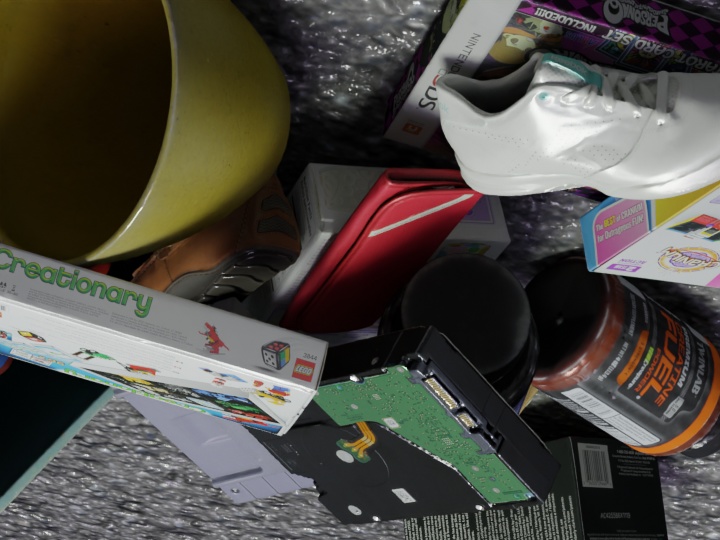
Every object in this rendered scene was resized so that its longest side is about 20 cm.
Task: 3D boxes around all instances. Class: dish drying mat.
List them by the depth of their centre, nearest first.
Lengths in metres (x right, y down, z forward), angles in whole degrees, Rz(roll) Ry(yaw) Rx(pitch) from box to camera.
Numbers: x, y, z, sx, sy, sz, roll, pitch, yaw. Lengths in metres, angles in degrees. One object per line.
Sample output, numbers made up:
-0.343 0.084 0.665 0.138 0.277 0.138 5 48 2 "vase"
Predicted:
0.012 -0.008 1.056 0.076 0.018 0.200 -2 152 -25 "dish drying mat"

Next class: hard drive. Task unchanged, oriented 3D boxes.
0.016 0.106 1.042 0.140 0.038 0.199 46 144 -22 "hard drive"

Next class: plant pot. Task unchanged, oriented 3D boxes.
-0.125 -0.099 0.961 0.199 0.202 0.141 -17 167 40 "plant pot"
-0.320 0.063 1.249 0.196 0.196 0.200 47 169 -15 "plant pot"

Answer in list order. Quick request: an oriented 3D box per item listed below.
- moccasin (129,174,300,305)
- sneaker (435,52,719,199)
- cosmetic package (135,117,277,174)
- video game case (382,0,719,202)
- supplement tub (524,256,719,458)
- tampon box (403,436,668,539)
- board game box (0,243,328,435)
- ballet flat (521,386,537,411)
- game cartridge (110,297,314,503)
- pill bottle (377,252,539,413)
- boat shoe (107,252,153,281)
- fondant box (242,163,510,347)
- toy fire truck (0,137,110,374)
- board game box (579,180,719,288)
-0.116 -0.009 1.116 0.073 0.078 0.201 7 153 -31 "moccasin"
0.135 -0.092 0.913 0.199 0.076 0.089 -5 136 28 "sneaker"
-0.158 -0.077 1.123 0.198 0.052 0.151 10 150 -1 "cosmetic package"
0.134 -0.110 0.986 0.199 0.036 0.181 16 152 -11 "video game case"
0.211 0.076 1.226 0.107 0.108 0.199 -19 141 42 "supplement tub"
0.160 0.233 1.467 0.199 0.127 0.149 -16 162 39 "tampon box"
-0.126 0.044 0.942 0.199 0.035 0.126 17 161 -6 "board game box"
0.101 0.135 1.345 0.063 0.069 0.201 1 133 -42 "ballet flat"
-0.089 0.101 1.161 0.129 0.039 0.200 -13 137 28 "game cartridge"
0.064 0.065 1.101 0.111 0.113 0.200 9 158 2 "pill bottle"
-0.183 0.014 1.277 0.061 0.073 0.200 -5 143 33 "boat shoe"
0.000 0.000 1.154 0.143 0.059 0.200 2 153 -23 "fondant box"
-0.264 -0.011 1.048 0.198 0.169 0.112 8 153 6 "toy fire truck"
0.258 -0.048 1.004 0.152 0.041 0.200 7 153 -29 "board game box"
